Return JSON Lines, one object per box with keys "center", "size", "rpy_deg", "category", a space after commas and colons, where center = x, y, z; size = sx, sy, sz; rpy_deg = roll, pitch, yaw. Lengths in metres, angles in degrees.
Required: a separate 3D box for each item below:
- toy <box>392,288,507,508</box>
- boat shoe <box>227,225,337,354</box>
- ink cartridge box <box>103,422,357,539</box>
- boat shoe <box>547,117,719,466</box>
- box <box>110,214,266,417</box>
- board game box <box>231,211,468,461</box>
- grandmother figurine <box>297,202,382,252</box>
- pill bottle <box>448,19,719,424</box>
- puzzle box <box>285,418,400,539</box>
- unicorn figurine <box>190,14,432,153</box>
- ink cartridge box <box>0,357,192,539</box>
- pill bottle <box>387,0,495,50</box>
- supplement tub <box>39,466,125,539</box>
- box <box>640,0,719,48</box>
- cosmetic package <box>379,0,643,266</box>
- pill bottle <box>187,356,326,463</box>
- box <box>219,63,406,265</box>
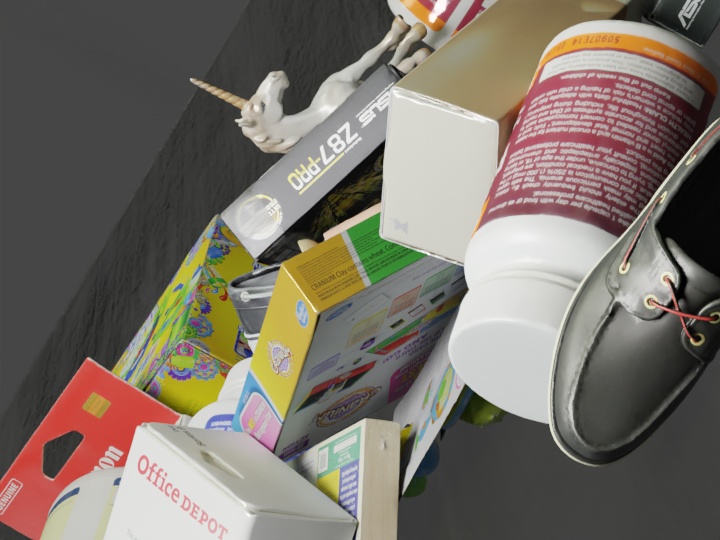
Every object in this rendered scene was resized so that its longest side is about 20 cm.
{"center": [0.068, 0.065, 1.636], "size": [0.115, 0.047, 0.200], "rpy_deg": [-80, 17, -49], "category": "toy"}
{"center": [0.000, 0.000, 1.836], "size": [0.200, 0.068, 0.072], "rpy_deg": [-18, 16, 30], "category": "boat shoe"}
{"center": [-0.096, 0.210, 1.660], "size": [0.145, 0.087, 0.200], "rpy_deg": [31, 110, 52], "category": "ink cartridge box"}
{"center": [0.156, 0.005, 1.331], "size": [0.202, 0.074, 0.063], "rpy_deg": [-57, 3, -5], "category": "boat shoe"}
{"center": [-0.126, 0.099, 2.191], "size": [0.200, 0.122, 0.193], "rpy_deg": [-55, 13, 30], "category": "box"}
{"center": [0.005, 0.031, 1.683], "size": [0.153, 0.040, 0.200], "rpy_deg": [-28, -22, -27], "category": "board game box"}
{"center": [0.062, -0.046, 1.740], "size": [0.200, 0.061, 0.121], "rpy_deg": [-32, -9, 5], "category": "grandmother figurine"}
{"center": [0.122, -0.025, 1.447], "size": [0.114, 0.114, 0.200], "rpy_deg": [-43, 21, 56], "category": "pill bottle"}
{"center": [-0.024, 0.178, 1.699], "size": [0.200, 0.025, 0.133], "rpy_deg": [145, 130, -64], "category": "puzzle box"}
{"center": [-0.006, -0.126, 1.971], "size": [0.137, 0.200, 0.074], "rpy_deg": [-41, 59, 12], "category": "unicorn figurine"}
{"center": [-0.181, 0.182, 2.094], "size": [0.200, 0.176, 0.045], "rpy_deg": [-52, 14, 36], "category": "ink cartridge box"}
{"center": [0.114, -0.258, 2.047], "size": [0.200, 0.109, 0.110], "rpy_deg": [-56, 12, 20], "category": "pill bottle"}
{"center": [-0.182, 0.259, 1.994], "size": [0.145, 0.145, 0.200], "rpy_deg": [-51, 15, 39], "category": "supplement tub"}
{"center": [0.228, -0.249, 1.699], "size": [0.200, 0.047, 0.193], "rpy_deg": [-59, 10, 12], "category": "box"}
{"center": [0.090, -0.093, 1.591], "size": [0.200, 0.071, 0.105], "rpy_deg": [-44, -34, -48], "category": "cosmetic package"}
{"center": [-0.081, 0.160, 1.880], "size": [0.112, 0.112, 0.200], "rpy_deg": [-47, 17, 48], "category": "pill bottle"}
{"center": [-0.003, -0.067, 1.945], "size": [0.161, 0.049, 0.200], "rpy_deg": [-40, -13, 8], "category": "box"}
